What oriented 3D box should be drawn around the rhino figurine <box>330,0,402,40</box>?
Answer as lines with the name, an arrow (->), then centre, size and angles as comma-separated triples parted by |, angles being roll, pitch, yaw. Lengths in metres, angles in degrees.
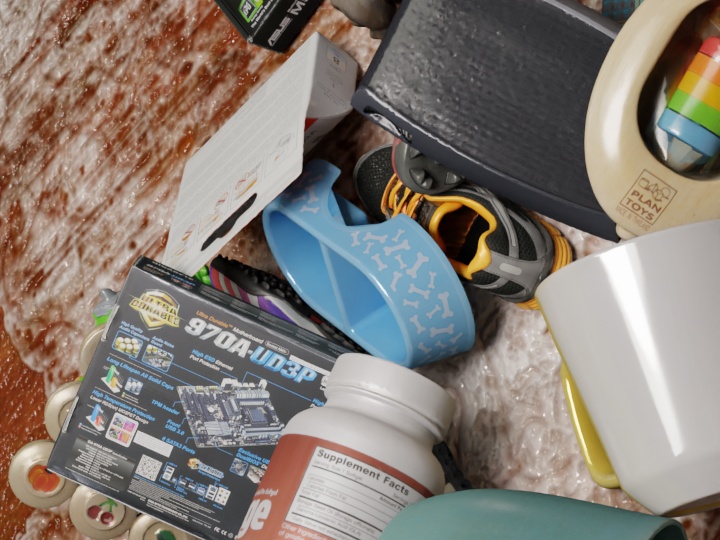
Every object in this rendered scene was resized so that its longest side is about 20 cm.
rhino figurine -> 0.053, -0.245, 1.592 | 0.200, 0.087, 0.060 | -47, 53, 24

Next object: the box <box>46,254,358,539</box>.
box -> -0.095, 0.102, 1.550 | 0.200, 0.046, 0.159 | 24, 102, 0

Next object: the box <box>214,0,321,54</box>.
box -> -0.063, -0.302, 1.740 | 0.200, 0.047, 0.193 | -51, 54, 20

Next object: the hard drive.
hard drive -> 0.104, -0.117, 1.447 | 0.200, 0.042, 0.135 | 28, 92, 10

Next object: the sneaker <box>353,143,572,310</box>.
sneaker -> 0.057, -0.040, 1.549 | 0.200, 0.077, 0.078 | 31, 103, 43

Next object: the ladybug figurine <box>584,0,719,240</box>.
ladybug figurine -> 0.211, -0.106, 1.375 | 0.136, 0.072, 0.200 | 34, 94, -2

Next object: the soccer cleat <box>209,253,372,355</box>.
soccer cleat -> -0.054, 0.056, 1.634 | 0.200, 0.068, 0.073 | 37, 102, 37

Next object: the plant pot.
plant pot -> 0.086, 0.220, 1.347 | 0.161, 0.201, 0.201 | 17, 92, 22

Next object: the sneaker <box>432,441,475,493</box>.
sneaker -> 0.069, 0.165, 1.503 | 0.084, 0.075, 0.200 | -18, 62, 16

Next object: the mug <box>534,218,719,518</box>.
mug -> 0.200, 0.069, 1.377 | 0.149, 0.187, 0.153 | -17, 75, 4

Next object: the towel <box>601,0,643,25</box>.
towel -> 0.237, -0.147, 1.449 | 0.200, 0.022, 0.147 | -2, 78, 43

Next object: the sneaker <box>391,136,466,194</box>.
sneaker -> 0.059, -0.132, 1.550 | 0.098, 0.071, 0.201 | -15, 47, 50

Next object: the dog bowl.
dog bowl -> 0.000, 0.000, 1.560 | 0.050, 0.112, 0.200 | -31, 40, -19

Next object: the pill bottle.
pill bottle -> -0.014, 0.159, 1.433 | 0.112, 0.112, 0.200 | 6, 65, 43

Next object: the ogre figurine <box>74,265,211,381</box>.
ogre figurine -> -0.149, 0.088, 1.676 | 0.098, 0.120, 0.200 | 8, 85, 43

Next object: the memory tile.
memory tile -> -0.137, 0.139, 1.610 | 0.153, 0.200, 0.017 | -57, 15, 7

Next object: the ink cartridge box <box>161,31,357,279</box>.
ink cartridge box -> -0.072, -0.065, 1.628 | 0.160, 0.047, 0.200 | -42, 23, 26
